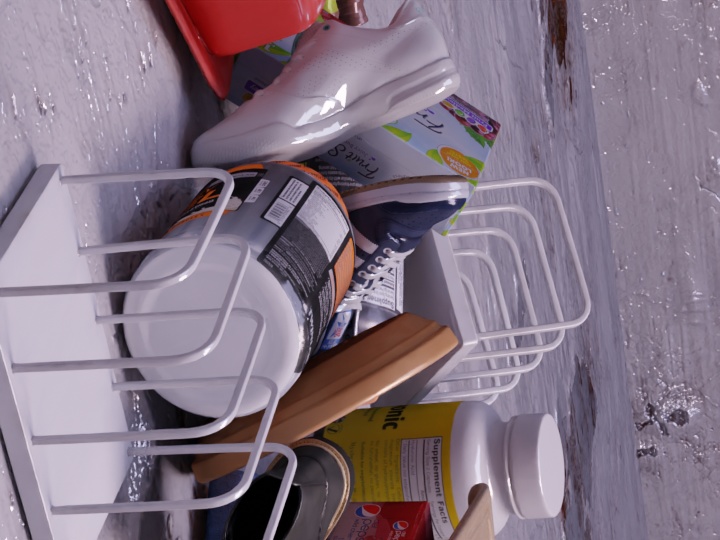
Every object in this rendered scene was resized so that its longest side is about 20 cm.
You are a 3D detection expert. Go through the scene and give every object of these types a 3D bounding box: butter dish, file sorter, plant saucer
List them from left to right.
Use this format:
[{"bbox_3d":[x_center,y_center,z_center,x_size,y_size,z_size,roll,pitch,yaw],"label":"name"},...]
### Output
[{"bbox_3d":[-0.120,0.057,1.242,0.139,0.123,0.201,-72,154,-58],"label":"file sorter"},{"bbox_3d":[-0.061,-0.247,1.511,0.200,0.146,0.202,63,28,-58],"label":"butter dish"},{"bbox_3d":[-0.029,0.080,1.503,0.038,0.199,0.200,62,15,0],"label":"plant saucer"},{"bbox_3d":[0.083,0.026,1.837,0.200,0.123,0.140,130,-51,-59],"label":"file sorter"}]

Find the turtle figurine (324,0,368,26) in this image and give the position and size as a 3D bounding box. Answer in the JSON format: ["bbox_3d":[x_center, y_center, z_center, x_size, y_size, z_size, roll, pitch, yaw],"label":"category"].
[{"bbox_3d":[-0.028,-0.277,1.833,0.200,0.064,0.163,-62,146,-66],"label":"turtle figurine"}]

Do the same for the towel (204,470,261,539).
[{"bbox_3d":[-0.074,0.243,1.528,0.111,0.048,0.202,33,53,-50],"label":"towel"}]

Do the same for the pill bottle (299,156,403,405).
[{"bbox_3d":[-0.019,0.002,1.720,0.106,0.105,0.202,52,38,-68],"label":"pill bottle"}]

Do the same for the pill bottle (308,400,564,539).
[{"bbox_3d":[0.057,0.162,1.784,0.111,0.198,0.112,-5,90,-71],"label":"pill bottle"}]

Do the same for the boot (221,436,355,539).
[{"bbox_3d":[-0.078,0.200,1.387,0.138,0.077,0.202,-7,118,-79],"label":"boot"}]

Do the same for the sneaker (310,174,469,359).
[{"bbox_3d":[0.000,0.000,1.584,0.070,0.199,0.110,-2,79,-55],"label":"sneaker"}]

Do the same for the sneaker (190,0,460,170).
[{"bbox_3d":[-0.035,-0.130,1.563,0.075,0.199,0.089,139,-71,-77],"label":"sneaker"}]

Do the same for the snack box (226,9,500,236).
[{"bbox_3d":[0.002,-0.121,1.667,0.053,0.199,0.142,-57,-177,27],"label":"snack box"}]

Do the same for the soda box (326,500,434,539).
[{"bbox_3d":[0.025,0.266,1.611,0.064,0.069,0.202,-62,146,-60],"label":"soda box"}]

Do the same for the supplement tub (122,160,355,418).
[{"bbox_3d":[-0.072,0.004,1.458,0.200,0.121,0.124,-60,144,-67],"label":"supplement tub"}]

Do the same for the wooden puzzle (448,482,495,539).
[{"bbox_3d":[0.071,0.272,1.592,0.200,0.037,0.187,-54,140,-69],"label":"wooden puzzle"}]
